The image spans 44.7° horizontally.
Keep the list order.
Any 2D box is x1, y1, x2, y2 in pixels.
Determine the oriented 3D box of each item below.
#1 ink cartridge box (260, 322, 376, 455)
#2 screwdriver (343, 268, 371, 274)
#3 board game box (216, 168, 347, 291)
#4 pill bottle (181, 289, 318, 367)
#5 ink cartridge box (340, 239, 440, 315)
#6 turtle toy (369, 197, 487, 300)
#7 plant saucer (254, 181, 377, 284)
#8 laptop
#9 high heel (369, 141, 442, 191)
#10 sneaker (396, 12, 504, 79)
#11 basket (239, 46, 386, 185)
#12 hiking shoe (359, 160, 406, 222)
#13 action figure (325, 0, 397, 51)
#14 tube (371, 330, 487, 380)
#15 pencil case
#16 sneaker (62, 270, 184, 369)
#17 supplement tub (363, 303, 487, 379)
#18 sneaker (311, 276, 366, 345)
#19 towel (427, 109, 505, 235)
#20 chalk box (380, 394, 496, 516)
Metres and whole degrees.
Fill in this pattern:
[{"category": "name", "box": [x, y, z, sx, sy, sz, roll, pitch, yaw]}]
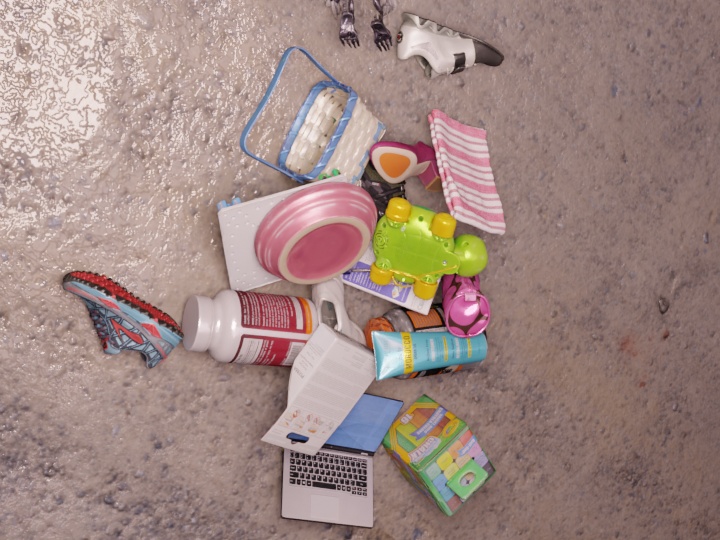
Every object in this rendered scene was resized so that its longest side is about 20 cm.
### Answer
[{"category": "ink cartridge box", "box": [-0.067, 0.195, 1.406, 0.201, 0.047, 0.160, -52, 144, 4]}, {"category": "screwdriver", "box": [0.000, 0.000, 1.454, 0.196, 0.029, 0.028, 0, 90, -4]}, {"category": "board game box", "box": [-0.116, -0.059, 1.345, 0.197, 0.026, 0.201, -18, 145, -14]}, {"category": "pill bottle", "box": [-0.173, 0.090, 1.377, 0.197, 0.113, 0.115, 8, 98, -29]}, {"category": "ink cartridge box", "box": [0.038, -0.006, 1.476, 0.197, 0.039, 0.101, 22, 92, 3]}, {"category": "turtle toy", "box": [0.108, -0.038, 1.401, 0.197, 0.101, 0.148, 18, 114, 4]}, {"category": "plant saucer", "box": [-0.061, -0.046, 1.330, 0.197, 0.051, 0.202, -18, 147, -12]}, {"category": "laptop", "box": [-0.029, 0.321, 1.498, 0.185, 0.116, 0.203, 15, 61, -29]}, {"category": "high heel", "box": [0.067, -0.193, 1.417, 0.198, 0.097, 0.067, 9, 135, -48]}, {"category": "sneaker", "box": [0.146, -0.360, 1.470, 0.197, 0.074, 0.090, 12, 101, -21]}, {"category": "basket", "box": [-0.074, -0.215, 1.341, 0.199, 0.138, 0.178, 33, 84, -40]}, {"category": "hiking shoe", "box": [0.054, -0.123, 1.468, 0.199, 0.076, 0.101, 40, 86, -28]}, {"category": "action figure", "box": [0.000, -0.430, 1.357, 0.116, 0.103, 0.203, -2, 62, 0]}, {"category": "tube", "box": [0.111, 0.131, 1.438, 0.196, 0.050, 0.079, -3, 80, -22]}, {"category": "pencil case", "box": [0.174, 0.026, 1.494, 0.089, 0.201, 0.095, 12, 118, -8]}, {"category": "sneaker", "box": [-0.362, 0.079, 1.296, 0.199, 0.079, 0.096, 36, 91, -25]}, {"category": "supplement tub", "box": [0.111, 0.122, 1.527, 0.197, 0.122, 0.125, -4, 104, -26]}, {"category": "sneaker", "box": [-0.040, 0.105, 1.446, 0.074, 0.089, 0.202, -15, 120, 9]}, {"category": "towel", "box": [0.182, -0.165, 1.475, 0.145, 0.030, 0.203, 11, 61, -46]}, {"category": "chalk box", "box": [0.145, 0.332, 1.547, 0.124, 0.199, 0.125, -39, 116, -14]}]
